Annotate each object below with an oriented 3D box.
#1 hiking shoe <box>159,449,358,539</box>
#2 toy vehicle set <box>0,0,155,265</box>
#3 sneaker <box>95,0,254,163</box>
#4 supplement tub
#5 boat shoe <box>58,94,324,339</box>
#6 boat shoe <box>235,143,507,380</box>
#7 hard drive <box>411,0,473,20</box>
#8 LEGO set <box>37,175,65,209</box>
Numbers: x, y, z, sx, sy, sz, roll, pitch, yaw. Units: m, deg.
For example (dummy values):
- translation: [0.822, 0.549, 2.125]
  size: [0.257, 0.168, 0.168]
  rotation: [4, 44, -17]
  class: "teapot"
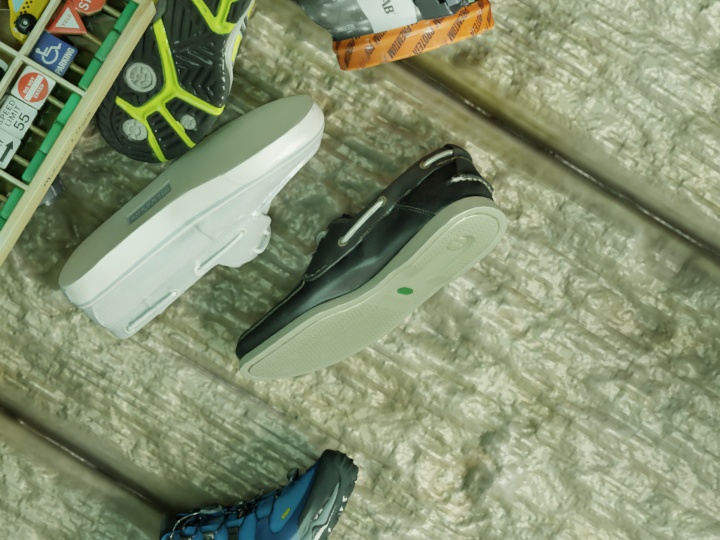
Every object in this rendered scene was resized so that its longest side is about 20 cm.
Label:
- translation: [-0.086, 0.178, 1.355]
  size: [0.087, 0.074, 0.200]
  rotation: [43, 103, -3]
  class: "hiking shoe"
- translation: [-0.222, -0.102, 1.234]
  size: [0.124, 0.027, 0.200]
  rotation: [30, 84, 3]
  class: "toy vehicle set"
- translation: [-0.098, -0.150, 1.296]
  size: [0.075, 0.076, 0.200]
  rotation: [29, 122, -5]
  class: "sneaker"
- translation: [0.006, -0.225, 1.238]
  size: [0.122, 0.123, 0.200]
  rotation: [-15, 98, 10]
  class: "supplement tub"
- translation: [-0.094, -0.029, 1.322]
  size: [0.200, 0.072, 0.069]
  rotation: [-39, 116, 6]
  class: "boat shoe"
- translation: [0.000, 0.000, 1.323]
  size: [0.200, 0.072, 0.068]
  rotation: [-38, 58, 19]
  class: "boat shoe"
- translation: [0.072, -0.249, 1.190]
  size: [0.038, 0.200, 0.140]
  rotation: [-6, 122, 50]
  class: "hard drive"
- translation: [-0.278, -0.081, 1.304]
  size: [0.154, 0.116, 0.200]
  rotation: [-16, 99, 10]
  class: "LEGO set"
